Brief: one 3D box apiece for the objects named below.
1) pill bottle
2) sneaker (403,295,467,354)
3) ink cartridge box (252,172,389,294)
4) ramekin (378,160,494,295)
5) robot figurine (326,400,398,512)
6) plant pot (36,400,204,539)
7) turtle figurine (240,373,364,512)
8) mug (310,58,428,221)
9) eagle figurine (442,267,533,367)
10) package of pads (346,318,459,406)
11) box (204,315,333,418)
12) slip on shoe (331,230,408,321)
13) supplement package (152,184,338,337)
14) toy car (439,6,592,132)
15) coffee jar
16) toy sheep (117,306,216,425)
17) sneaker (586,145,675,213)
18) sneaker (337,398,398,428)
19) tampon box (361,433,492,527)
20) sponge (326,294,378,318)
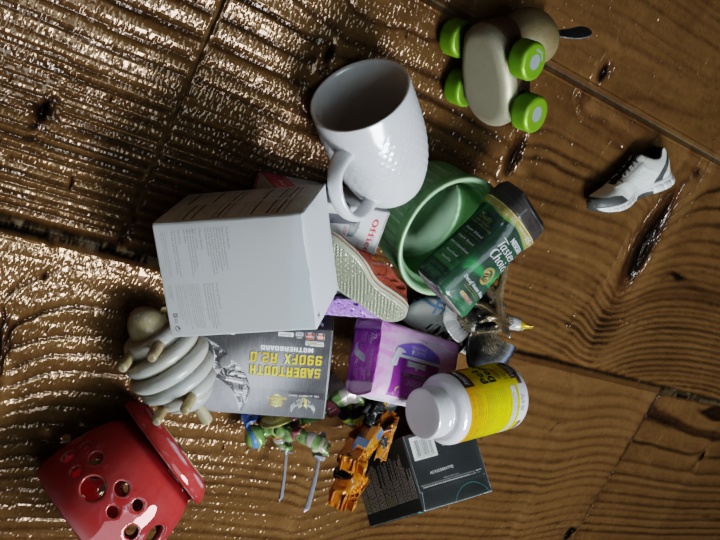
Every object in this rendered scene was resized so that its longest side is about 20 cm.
[{"bbox_3d":[0.166,0.210,1.621,0.197,0.109,0.111,-6,121,-42],"label":"pill bottle"},{"bbox_3d":[0.144,0.097,1.759,0.072,0.073,0.198,-42,138,24],"label":"sneaker"},{"bbox_3d":[-0.072,-0.049,1.511,0.197,0.085,0.148,5,115,-39],"label":"ink cartridge box"},{"bbox_3d":[0.118,-0.073,1.622,0.197,0.098,0.203,-18,127,-25],"label":"ramekin"},{"bbox_3d":[0.008,0.291,1.652,0.200,0.057,0.147,-45,153,-60],"label":"robot figurine"},{"bbox_3d":[-0.331,0.307,1.473,0.181,0.200,0.202,-36,133,-14],"label":"plant pot"},{"bbox_3d":[-0.081,0.268,1.665,0.192,0.201,0.144,-33,163,-20],"label":"turtle figurine"},{"bbox_3d":[0.013,-0.161,1.441,0.202,0.145,0.177,-60,145,-30],"label":"mug"},{"bbox_3d":[0.212,0.086,1.709,0.152,0.150,0.200,-49,176,-13],"label":"eagle figurine"},{"bbox_3d":[0.070,0.155,1.653,0.198,0.075,0.123,19,77,-42],"label":"package of pads"},{"bbox_3d":[-0.144,0.138,1.542,0.195,0.049,0.161,5,118,-4],"label":"box"},{"bbox_3d":[0.000,0.000,1.501,0.073,0.062,0.199,-24,132,34],"label":"slip on shoe"},{"bbox_3d":[-0.145,-0.015,1.353,0.196,0.151,0.155,-4,108,11],"label":"supplement package"},{"bbox_3d":[0.242,-0.321,1.526,0.199,0.163,0.160,-35,134,-29],"label":"toy car"},{"bbox_3d":[0.186,-0.035,1.567,0.200,0.085,0.104,-47,134,-2],"label":"coffee jar"},{"bbox_3d":[-0.267,0.138,1.450,0.136,0.138,0.203,-30,111,-15],"label":"toy sheep"},{"bbox_3d":[0.478,-0.164,1.853,0.198,0.073,0.081,-26,116,-25],"label":"sneaker"},{"bbox_3d":[0.049,0.204,1.776,0.198,0.074,0.081,-34,142,-6],"label":"sneaker"},{"bbox_3d":[0.103,0.354,1.796,0.147,0.129,0.200,-9,165,-30],"label":"tampon box"},{"bbox_3d":[-0.054,0.045,1.562,0.197,0.111,0.030,8,96,-38],"label":"sponge"}]
